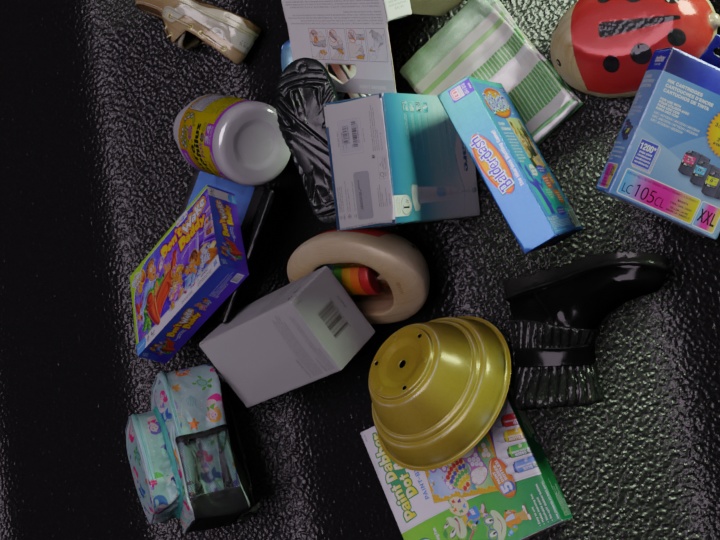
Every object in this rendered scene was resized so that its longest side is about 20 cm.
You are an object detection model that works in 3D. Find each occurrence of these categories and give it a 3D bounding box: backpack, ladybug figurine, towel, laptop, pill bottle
[{"bbox_3d":[-0.219,0.224,1.636,0.150,0.178,0.201,-5,73,-14],"label":"backpack"},{"bbox_3d":[0.000,0.000,1.576,0.199,0.136,0.072,1,41,33],"label":"ladybug figurine"},{"bbox_3d":[0.156,-0.225,1.569,0.153,0.023,0.200,-44,69,18],"label":"towel"},{"bbox_3d":[-0.193,-0.041,1.681,0.103,0.200,0.178,19,93,-9],"label":"laptop"},{"bbox_3d":[0.306,-0.269,1.468,0.199,0.072,0.136,-11,81,26],"label":"ladybug figurine"},{"bbox_3d":[-0.172,-0.171,1.651,0.200,0.104,0.105,21,96,60],"label":"pill bottle"}]

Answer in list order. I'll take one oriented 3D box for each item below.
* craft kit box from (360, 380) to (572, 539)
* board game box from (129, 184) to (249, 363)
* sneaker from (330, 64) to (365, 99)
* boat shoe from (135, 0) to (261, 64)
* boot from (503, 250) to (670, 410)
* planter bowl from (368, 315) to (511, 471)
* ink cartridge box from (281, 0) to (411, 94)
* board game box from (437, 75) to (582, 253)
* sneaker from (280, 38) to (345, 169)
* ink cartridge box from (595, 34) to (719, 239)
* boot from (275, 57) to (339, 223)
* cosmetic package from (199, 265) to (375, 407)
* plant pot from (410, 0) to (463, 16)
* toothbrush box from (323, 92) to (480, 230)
[{"bbox_3d":[0.122,0.242,1.537,0.197,0.048,0.201,-31,72,24],"label":"craft kit box"},{"bbox_3d":[-0.223,0.007,1.653,0.200,0.045,0.135,-45,42,33],"label":"board game box"},{"bbox_3d":[0.004,-0.264,1.620,0.079,0.078,0.200,-32,79,8],"label":"sneaker"},{"bbox_3d":[-0.231,-0.332,1.748,0.199,0.074,0.067,23,91,27],"label":"boat shoe"},{"bbox_3d":[0.260,0.072,1.457,0.210,0.079,0.159,-17,71,36],"label":"boot"},{"bbox_3d":[0.070,0.124,1.500,0.200,0.083,0.201,-27,45,31],"label":"planter bowl"},{"bbox_3d":[-0.019,-0.301,1.528,0.200,0.045,0.177,14,121,50],"label":"ink cartridge box"},{"bbox_3d":[0.172,-0.120,1.461,0.045,0.152,0.201,-30,83,21],"label":"board game box"},{"bbox_3d":[-0.065,-0.207,1.643,0.078,0.090,0.201,-19,77,24],"label":"sneaker"},{"bbox_3d":[0.359,-0.152,1.400,0.136,0.076,0.201,22,95,-5],"label":"ink cartridge box"},{"bbox_3d":[-0.026,-0.155,1.562,0.076,0.168,0.201,-15,92,20],"label":"boot"},{"bbox_3d":[-0.093,0.084,1.579,0.200,0.085,0.108,-23,107,47],"label":"cosmetic package"},{"bbox_3d":[0.069,-0.417,1.542,0.200,0.200,0.177,49,121,22],"label":"plant pot"},{"bbox_3d":[0.053,-0.127,1.502,0.085,0.200,0.147,-5,93,35],"label":"toothbrush box"}]
